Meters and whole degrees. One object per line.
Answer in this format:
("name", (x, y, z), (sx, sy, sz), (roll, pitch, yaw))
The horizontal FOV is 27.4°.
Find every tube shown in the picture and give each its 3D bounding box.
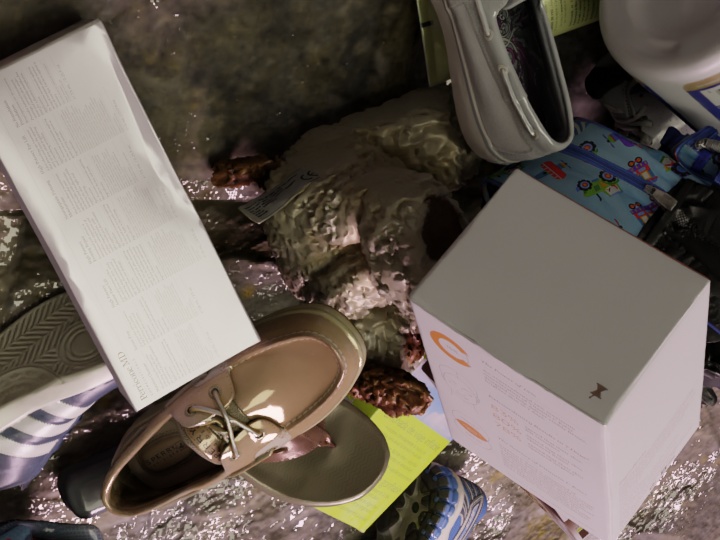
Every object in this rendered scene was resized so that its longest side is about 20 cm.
("tube", (0.125, -0.181, 0.941), (0.200, 0.058, 0.052), (-20, 163, -19))

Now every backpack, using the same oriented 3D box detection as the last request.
("backpack", (0.180, -0.023, 0.939), (0.135, 0.200, 0.183), (-53, 166, -5))

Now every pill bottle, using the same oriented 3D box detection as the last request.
("pill bottle", (0.249, -0.136, 0.937), (0.120, 0.120, 0.200), (-52, 138, 9))

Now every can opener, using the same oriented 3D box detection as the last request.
("can opener", (-0.109, 0.102, 0.989), (0.200, 0.053, 0.067), (-26, 98, -19))

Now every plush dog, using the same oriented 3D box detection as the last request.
("plush dog", (0.000, 0.000, 0.920), (0.160, 0.200, 0.172), (-6, 121, 10))

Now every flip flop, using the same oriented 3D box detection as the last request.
("flip flop", (-0.066, 0.088, 0.945), (0.200, 0.058, 0.081), (38, 78, -18))

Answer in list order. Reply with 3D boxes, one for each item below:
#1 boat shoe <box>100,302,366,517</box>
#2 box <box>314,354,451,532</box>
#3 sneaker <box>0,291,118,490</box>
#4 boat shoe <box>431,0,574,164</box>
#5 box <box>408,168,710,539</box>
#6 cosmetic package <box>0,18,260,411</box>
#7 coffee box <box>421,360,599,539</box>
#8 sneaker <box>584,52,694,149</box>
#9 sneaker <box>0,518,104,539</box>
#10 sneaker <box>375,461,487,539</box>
("boat shoe", (-0.078, 0.089, 0.874), (0.200, 0.065, 0.072), (-33, 102, 31))
("box", (0.035, 0.092, 1.057), (0.200, 0.048, 0.122), (-47, 148, 2))
("sneaker", (-0.194, 0.082, 0.897), (0.200, 0.075, 0.085), (-28, 138, -6))
("boat shoe", (0.079, -0.160, 0.859), (0.072, 0.068, 0.200), (-18, 101, -41))
("box", (0.115, 0.055, 0.831), (0.098, 0.124, 0.200), (-50, 155, -15))
("cosmetic package", (-0.138, -0.030, 0.813), (0.083, 0.051, 0.200), (-30, 109, -16))
("coffee box", (0.130, 0.109, 1.035), (0.080, 0.113, 0.200), (-43, 151, -4))
("sneaker", (0.184, -0.088, 1.037), (0.115, 0.075, 0.200), (24, 95, -38))
("sneaker", (-0.237, 0.176, 0.887), (0.095, 0.079, 0.200), (-27, 164, 34))
("sneaker", (0.039, 0.245, 1.168), (0.085, 0.077, 0.200), (16, 111, -45))
